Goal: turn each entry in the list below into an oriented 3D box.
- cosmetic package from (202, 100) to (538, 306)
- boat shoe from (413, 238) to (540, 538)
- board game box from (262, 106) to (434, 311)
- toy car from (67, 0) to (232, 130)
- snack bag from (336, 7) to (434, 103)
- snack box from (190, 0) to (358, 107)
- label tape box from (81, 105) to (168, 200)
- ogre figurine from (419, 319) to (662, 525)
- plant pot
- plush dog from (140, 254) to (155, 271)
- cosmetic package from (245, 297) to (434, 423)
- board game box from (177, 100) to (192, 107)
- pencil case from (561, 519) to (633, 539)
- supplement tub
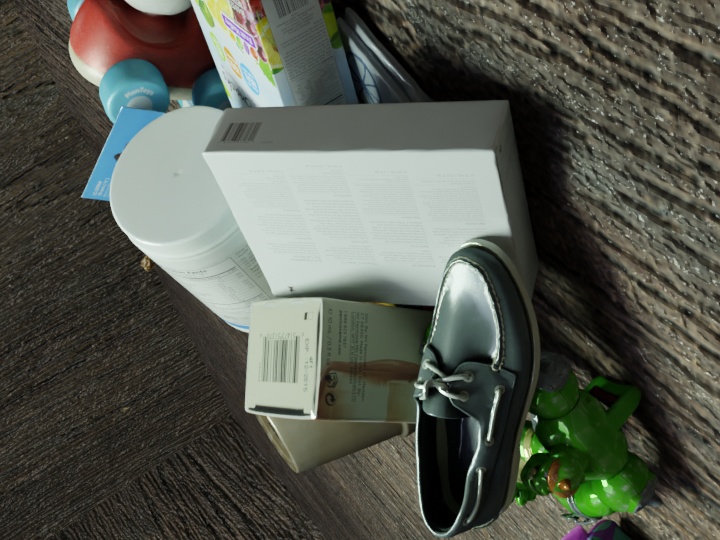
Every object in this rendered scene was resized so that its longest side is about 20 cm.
[{"bbox_3d":[0.012,-0.041,0.656,0.198,0.052,0.151,3,138,21],"label":"cosmetic package"},{"bbox_3d":[0.068,0.082,0.624,0.072,0.062,0.202,17,115,39],"label":"boat shoe"},{"bbox_3d":[-0.003,-0.040,0.747,0.125,0.035,0.201,8,146,14],"label":"board game box"},{"bbox_3d":[-0.175,-0.266,0.910,0.185,0.175,0.201,62,142,37],"label":"toy car"},{"bbox_3d":[0.039,-0.083,0.769,0.201,0.021,0.189,53,165,17],"label":"snack bag"},{"bbox_3d":[-0.070,-0.172,0.781,0.169,0.067,0.201,48,164,45],"label":"snack box"},{"bbox_3d":[-0.154,-0.081,0.947,0.144,0.198,0.064,-49,50,45],"label":"label tape box"},{"bbox_3d":[0.135,0.112,0.691,0.120,0.098,0.202,-8,107,61],"label":"ogre figurine"},{"bbox_3d":[-0.038,0.147,1.173,0.201,0.173,0.200,52,164,21],"label":"plant pot"},{"bbox_3d":[-0.244,-0.030,1.562,0.171,0.161,0.200,35,175,-22],"label":"plush dog"},{"bbox_3d":[0.020,0.074,0.752,0.103,0.199,0.088,-7,78,53],"label":"cosmetic package"},{"bbox_3d":[-0.171,-0.197,1.147,0.201,0.047,0.151,58,164,0],"label":"board game box"},{"bbox_3d":[0.240,0.291,0.756,0.200,0.085,0.093,43,175,41],"label":"pencil case"},{"bbox_3d":[-0.114,-0.037,0.844,0.132,0.132,0.200,48,177,31],"label":"supplement tub"}]
